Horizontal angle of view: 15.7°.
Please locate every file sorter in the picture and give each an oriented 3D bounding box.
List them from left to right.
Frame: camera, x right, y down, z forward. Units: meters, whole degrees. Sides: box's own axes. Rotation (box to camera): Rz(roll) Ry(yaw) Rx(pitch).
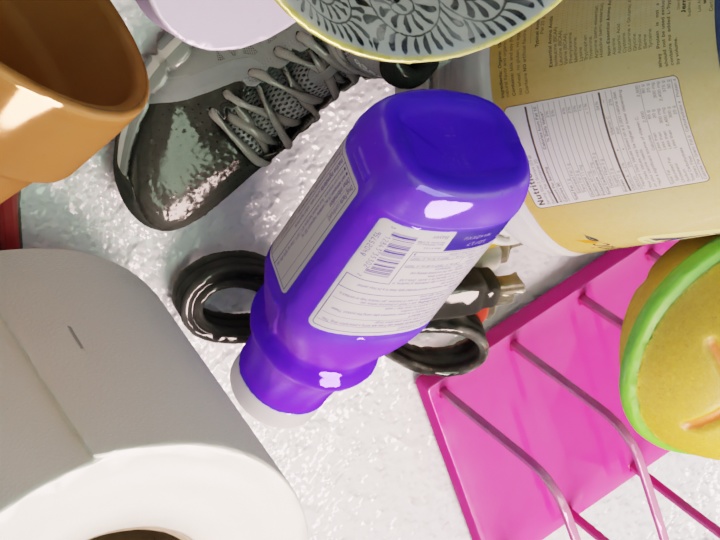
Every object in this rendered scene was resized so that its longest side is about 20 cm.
[{"bbox_3d":[0.158,0.081,1.369,0.200,0.125,0.139,-33,128,-16],"label":"file sorter"}]

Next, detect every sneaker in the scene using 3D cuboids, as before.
[{"bbox_3d":[-0.025,-0.089,1.159,0.075,0.115,0.200,34,93,-41],"label":"sneaker"}]

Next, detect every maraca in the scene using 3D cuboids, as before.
[{"bbox_3d":[0.210,0.028,1.251,0.199,0.107,0.137,-8,130,-27],"label":"maraca"}]

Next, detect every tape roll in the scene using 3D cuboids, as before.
[{"bbox_3d":[-0.141,0.110,1.147,0.202,0.139,0.203,-20,135,-21],"label":"tape roll"}]

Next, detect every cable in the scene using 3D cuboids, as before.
[{"bbox_3d":[-0.003,0.013,1.294,0.199,0.050,0.097,-5,134,-19],"label":"cable"}]

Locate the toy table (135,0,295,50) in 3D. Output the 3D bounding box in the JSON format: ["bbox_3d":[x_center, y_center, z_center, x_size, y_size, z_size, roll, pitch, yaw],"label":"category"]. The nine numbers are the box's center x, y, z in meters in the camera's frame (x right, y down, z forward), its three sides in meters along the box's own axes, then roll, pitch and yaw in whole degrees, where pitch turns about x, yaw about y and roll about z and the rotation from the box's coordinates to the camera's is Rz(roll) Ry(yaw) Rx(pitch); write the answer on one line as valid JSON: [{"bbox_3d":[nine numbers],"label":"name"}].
[{"bbox_3d":[-0.055,-0.204,1.077,0.184,0.117,0.200,32,93,-40],"label":"toy table"}]

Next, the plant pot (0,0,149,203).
[{"bbox_3d":[-0.200,-0.084,1.008,0.140,0.200,0.200,-45,133,17],"label":"plant pot"}]

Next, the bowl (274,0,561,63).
[{"bbox_3d":[0.013,-0.189,0.995,0.200,0.094,0.201,-15,121,-28],"label":"bowl"}]

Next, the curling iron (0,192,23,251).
[{"bbox_3d":[-0.168,-0.042,1.145,0.049,0.026,0.201,-12,120,-33],"label":"curling iron"}]

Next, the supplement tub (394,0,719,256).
[{"bbox_3d":[0.130,-0.084,1.193,0.144,0.199,0.145,19,67,-55],"label":"supplement tub"}]

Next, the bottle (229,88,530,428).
[{"bbox_3d":[0.000,0.000,1.180,0.083,0.065,0.200,-2,147,-31],"label":"bottle"}]
